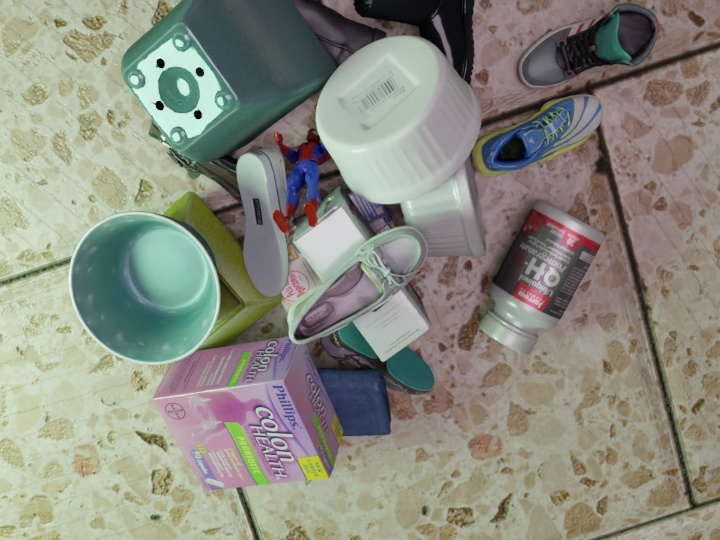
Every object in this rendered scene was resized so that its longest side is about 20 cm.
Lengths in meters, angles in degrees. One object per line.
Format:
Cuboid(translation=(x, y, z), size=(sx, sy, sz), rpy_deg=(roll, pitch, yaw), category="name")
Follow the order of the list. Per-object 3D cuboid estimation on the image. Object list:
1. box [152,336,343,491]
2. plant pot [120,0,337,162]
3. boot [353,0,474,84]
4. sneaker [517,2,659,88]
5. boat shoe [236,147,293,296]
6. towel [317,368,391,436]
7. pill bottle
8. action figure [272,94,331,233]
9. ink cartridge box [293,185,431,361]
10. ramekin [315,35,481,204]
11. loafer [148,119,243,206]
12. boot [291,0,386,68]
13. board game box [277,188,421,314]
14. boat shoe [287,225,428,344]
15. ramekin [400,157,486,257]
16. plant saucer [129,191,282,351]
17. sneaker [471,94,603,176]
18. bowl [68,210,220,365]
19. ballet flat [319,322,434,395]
Cuboid(translation=(-0.149, 0.198, 1.264), size=(0.198, 0.097, 0.177), rpy_deg=(-10, 121, 19), category="box")
Cuboid(translation=(-0.180, -0.251, 1.156), size=(0.195, 0.200, 0.197), rpy_deg=(-30, 103, 28), category="plant pot")
Cuboid(translation=(0.067, -0.327, 1.224), size=(0.166, 0.076, 0.203), rpy_deg=(1, 95, -28), category="boot")
Cuboid(translation=(0.316, -0.300, 1.247), size=(0.198, 0.121, 0.084), rpy_deg=(-25, 101, 2), category="sneaker")
Cuboid(translation=(-0.118, -0.067, 1.251), size=(0.070, 0.070, 0.202), rpy_deg=(6, 111, 35), category="boat shoe")
Cuboid(translation=(-0.055, 0.185, 1.323), size=(0.197, 0.049, 0.113), rpy_deg=(-1, 124, 14), category="towel")
Cuboid(translation=(0.250, 0.012, 1.309), size=(0.110, 0.111, 0.202), rpy_deg=(26, 98, -8), category="pill bottle")
Cuboid(translation=(-0.077, -0.147, 1.186), size=(0.064, 0.201, 0.100), rpy_deg=(-10, 124, 12), category="action figure")
Cuboid(translation=(0.000, 0.000, 1.226), size=(0.083, 0.145, 0.201), rpy_deg=(-35, 102, 6), category="ink cartridge box")
Cuboid(translation=(0.041, -0.193, 1.145), size=(0.200, 0.201, 0.098), rpy_deg=(-37, 138, 4), category="ramekin")
Cuboid(translation=(-0.208, -0.138, 1.277), size=(0.199, 0.072, 0.063), rpy_deg=(29, 104, -10), category="loafer")
Cuboid(translation=(-0.085, -0.286, 1.255), size=(0.198, 0.066, 0.166), rpy_deg=(21, 97, -8), category="boot")
Cuboid(translation=(-0.035, -0.018, 1.319), size=(0.199, 0.046, 0.153), rpy_deg=(-29, 101, 2), category="board game box")
Cuboid(translation=(-0.003, 0.021, 1.122), size=(0.201, 0.065, 0.075), rpy_deg=(-33, 102, 5), category="boat shoe")
Cuboid(translation=(0.105, -0.110, 1.240), size=(0.093, 0.202, 0.205), rpy_deg=(-12, 102, 10), category="ramekin")
Cuboid(translation=(-0.246, 0.029, 1.293), size=(0.199, 0.048, 0.200), rpy_deg=(-38, 98, 16), category="plant saucer")
Cuboid(translation=(0.253, -0.181, 1.275), size=(0.198, 0.105, 0.076), rpy_deg=(-27, 101, 3), category="sneaker")
Cuboid(translation=(-0.266, 0.009, 1.209), size=(0.198, 0.105, 0.203), rpy_deg=(2, 108, 7), category="bowl")
Cuboid(translation=(0.019, 0.126, 1.338), size=(0.199, 0.072, 0.072), rpy_deg=(33, 98, -30), category="ballet flat")
